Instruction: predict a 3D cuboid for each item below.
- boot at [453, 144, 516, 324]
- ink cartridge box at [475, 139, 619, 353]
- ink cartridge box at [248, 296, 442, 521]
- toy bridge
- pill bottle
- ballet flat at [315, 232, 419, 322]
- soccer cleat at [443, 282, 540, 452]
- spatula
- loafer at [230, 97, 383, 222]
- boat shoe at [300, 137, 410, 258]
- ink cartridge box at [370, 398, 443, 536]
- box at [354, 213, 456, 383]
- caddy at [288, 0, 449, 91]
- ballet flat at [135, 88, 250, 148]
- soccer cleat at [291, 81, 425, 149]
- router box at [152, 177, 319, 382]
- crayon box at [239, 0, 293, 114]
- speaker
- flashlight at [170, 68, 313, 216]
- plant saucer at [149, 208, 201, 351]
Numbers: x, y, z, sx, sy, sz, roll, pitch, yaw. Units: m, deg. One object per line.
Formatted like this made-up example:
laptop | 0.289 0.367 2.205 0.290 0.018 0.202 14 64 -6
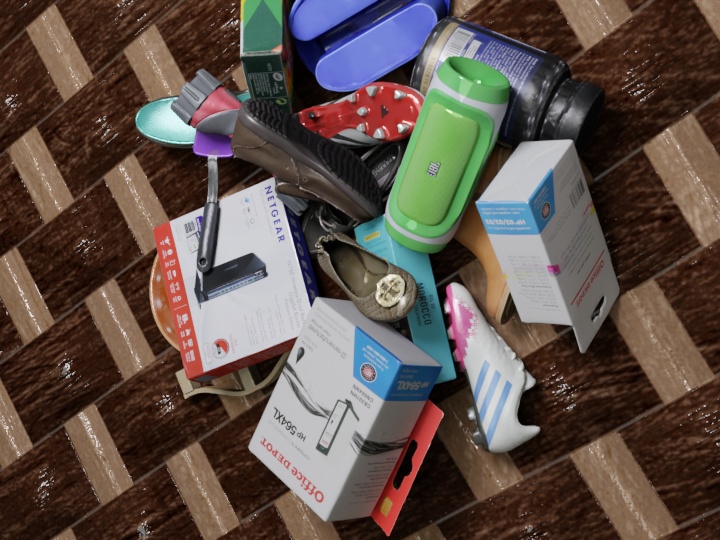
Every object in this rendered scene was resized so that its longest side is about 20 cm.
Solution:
boot | 0.126 -0.047 1.162 0.153 0.074 0.203 9 85 21
ink cartridge box | 0.205 -0.023 1.075 0.067 0.115 0.201 2 129 41
ink cartridge box | -0.020 0.154 1.118 0.145 0.084 0.202 34 106 36
toy bridge | -0.148 0.124 1.292 0.198 0.027 0.068 -27 82 18
pill bottle | 0.164 -0.198 1.119 0.198 0.112 0.113 27 100 19
ballet flat | 0.000 0.000 1.139 0.067 0.046 0.200 -45 35 -4
soccer cleat | 0.153 0.107 1.161 0.085 0.070 0.203 -14 88 5
spatula | -0.180 -0.098 1.220 0.056 0.021 0.203 4 88 8
loafer | -0.062 -0.116 1.138 0.199 0.073 0.071 35 123 -12
boat shoe | -0.012 -0.092 1.219 0.200 0.057 0.067 -44 76 16
ink cartridge box | -0.002 0.184 1.170 0.200 0.050 0.163 39 110 54
box | 0.051 0.036 1.181 0.082 0.049 0.203 -21 81 61
caddy | 0.008 -0.298 1.185 0.198 0.105 0.142 -26 103 16
ballet flat | -0.183 -0.189 1.274 0.197 0.068 0.069 -4 86 12
soccer cleat | 0.007 -0.177 1.175 0.198 0.085 0.070 -7 94 39
router box | -0.148 0.012 1.229 0.178 0.049 0.202 -22 72 14
crayon box | -0.109 -0.303 1.192 0.050 0.127 0.203 -3 67 1
speaker | 0.090 -0.121 1.075 0.088 0.088 0.202 31 122 18
flashlight | -0.131 -0.147 1.186 0.200 0.068 0.068 43 149 -4
plant saucer | -0.176 0.016 1.282 0.198 0.032 0.203 -4 78 18
